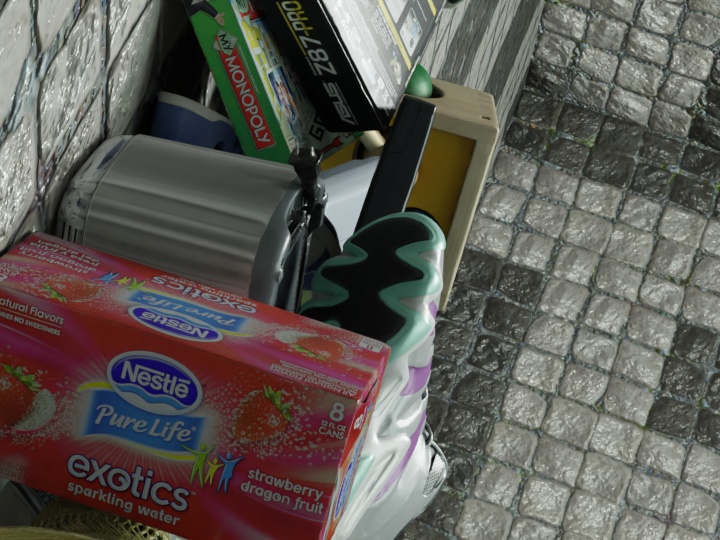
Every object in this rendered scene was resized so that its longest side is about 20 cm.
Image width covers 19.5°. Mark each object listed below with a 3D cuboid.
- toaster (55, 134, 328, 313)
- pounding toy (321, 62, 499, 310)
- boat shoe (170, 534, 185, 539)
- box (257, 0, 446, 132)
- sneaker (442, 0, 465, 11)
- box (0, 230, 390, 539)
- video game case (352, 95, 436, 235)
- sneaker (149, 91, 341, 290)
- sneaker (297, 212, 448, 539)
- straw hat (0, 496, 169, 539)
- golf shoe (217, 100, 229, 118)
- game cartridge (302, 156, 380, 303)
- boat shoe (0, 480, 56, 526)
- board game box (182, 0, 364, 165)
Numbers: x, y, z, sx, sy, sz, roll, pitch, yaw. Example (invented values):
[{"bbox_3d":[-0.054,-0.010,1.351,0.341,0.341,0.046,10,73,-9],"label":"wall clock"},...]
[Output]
[{"bbox_3d":[-0.097,0.009,1.157,0.114,0.128,0.201,-64,166,-55],"label":"toaster"},{"bbox_3d":[0.005,-0.090,1.627,0.142,0.183,0.201,-88,-167,-70],"label":"pounding toy"},{"bbox_3d":[-0.128,0.142,1.212,0.202,0.074,0.087,24,82,-46],"label":"boat shoe"},{"bbox_3d":[-0.013,-0.208,1.254,0.200,0.049,0.162,59,43,-39],"label":"box"},{"bbox_3d":[0.025,-0.273,1.418,0.084,0.080,0.201,-72,146,-50],"label":"sneaker"},{"bbox_3d":[-0.096,0.064,1.043,0.095,0.199,0.100,-54,161,-72],"label":"box"},{"bbox_3d":[0.000,0.000,1.290,0.181,0.025,0.201,120,-11,-87],"label":"video game case"},{"bbox_3d":[-0.096,-0.019,1.289,0.116,0.080,0.199,-60,149,-9],"label":"sneaker"},{"bbox_3d":[0.015,0.075,1.180,0.140,0.077,0.201,31,82,-56],"label":"sneaker"},{"bbox_3d":[-0.139,0.158,1.077,0.202,0.200,0.085,101,2,-47],"label":"straw hat"},{"bbox_3d":[-0.026,-0.173,1.428,0.078,0.094,0.201,20,87,-82],"label":"golf shoe"},{"bbox_3d":[-0.016,0.028,1.485,0.133,0.040,0.201,-23,118,-56],"label":"game cartridge"},{"bbox_3d":[-0.195,0.185,1.191,0.070,0.071,0.200,-33,157,-22],"label":"boat shoe"},{"bbox_3d":[-0.052,-0.129,1.281,0.200,0.029,0.135,-46,115,-75],"label":"board game box"}]
